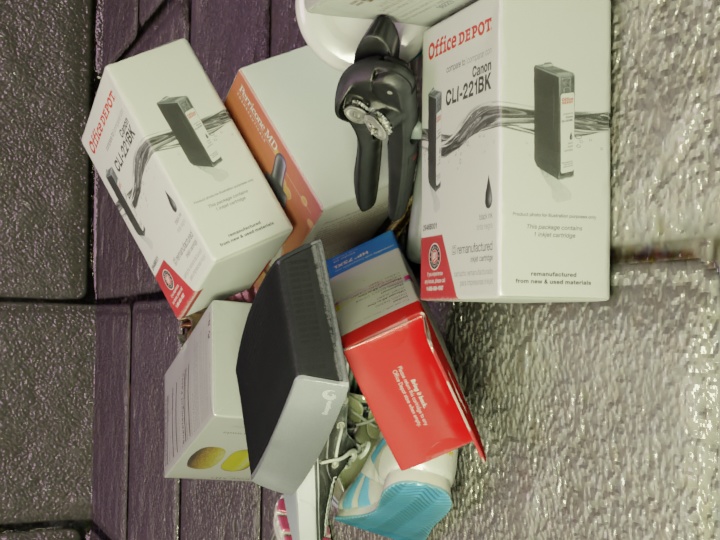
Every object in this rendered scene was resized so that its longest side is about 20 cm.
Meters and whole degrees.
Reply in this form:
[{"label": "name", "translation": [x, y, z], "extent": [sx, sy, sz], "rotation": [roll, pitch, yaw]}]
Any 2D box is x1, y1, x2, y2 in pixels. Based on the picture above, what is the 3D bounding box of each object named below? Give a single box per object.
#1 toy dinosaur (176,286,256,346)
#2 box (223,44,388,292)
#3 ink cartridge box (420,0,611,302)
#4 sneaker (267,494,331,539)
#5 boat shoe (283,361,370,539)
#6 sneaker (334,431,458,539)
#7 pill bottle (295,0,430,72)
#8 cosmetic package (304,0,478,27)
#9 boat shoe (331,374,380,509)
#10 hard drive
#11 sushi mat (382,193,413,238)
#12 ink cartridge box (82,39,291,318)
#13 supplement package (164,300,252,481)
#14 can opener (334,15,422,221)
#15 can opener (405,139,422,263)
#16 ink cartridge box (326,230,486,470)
[{"label": "toy dinosaur", "translation": [-0.079, 0.024, 1.380], "extent": [0.086, 0.199, 0.136], "rotation": [53, -153, -59]}, {"label": "box", "translation": [-0.057, -0.089, 1.247], "extent": [0.153, 0.106, 0.200], "rotation": [59, 151, 13]}, {"label": "ink cartridge box", "translation": [0.103, -0.079, 0.929], "extent": [0.144, 0.083, 0.201], "rotation": [173, 98, -72]}, {"label": "sneaker", "translation": [-0.060, 0.326, 1.392], "extent": [0.200, 0.073, 0.088], "rotation": [-105, 25, -52]}, {"label": "boat shoe", "translation": [-0.029, 0.144, 1.151], "extent": [0.074, 0.068, 0.200], "rotation": [-154, 63, -74]}, {"label": "sneaker", "translation": [0.035, 0.175, 1.143], "extent": [0.200, 0.076, 0.081], "rotation": [130, 155, -60]}, {"label": "pill bottle", "translation": [0.011, -0.218, 1.122], "extent": [0.200, 0.110, 0.111], "rotation": [-65, -20, -80]}, {"label": "cosmetic package", "translation": [0.063, -0.283, 0.938], "extent": [0.167, 0.166, 0.201], "rotation": [173, 99, -71]}, {"label": "boat shoe", "translation": [-0.004, 0.120, 1.239], "extent": [0.062, 0.072, 0.201], "rotation": [160, 113, -78]}, {"label": "hard drive", "translation": [-0.057, 0.079, 1.040], "extent": [0.200, 0.042, 0.135], "rotation": [115, 148, -56]}, {"label": "sushi mat", "translation": [0.000, 0.000, 1.247], "extent": [0.096, 0.012, 0.200], "rotation": [-56, 4, -30]}, {"label": "ink cartridge box", "translation": [-0.159, -0.080, 1.211], "extent": [0.200, 0.084, 0.144], "rotation": [61, 152, 11]}, {"label": "supplement package", "translation": [-0.110, 0.119, 1.277], "extent": [0.200, 0.113, 0.110], "rotation": [130, 142, -59]}, {"label": "can opener", "translation": [0.021, -0.099, 1.033], "extent": [0.079, 0.063, 0.200], "rotation": [-57, -21, -28]}, {"label": "can opener", "translation": [0.075, -0.102, 1.085], "extent": [0.066, 0.052, 0.201], "rotation": [-29, -52, -72]}, {"label": "ink cartridge box", "translation": [0.031, 0.066, 1.034], "extent": [0.200, 0.067, 0.116], "rotation": [-105, -9, -66]}]
